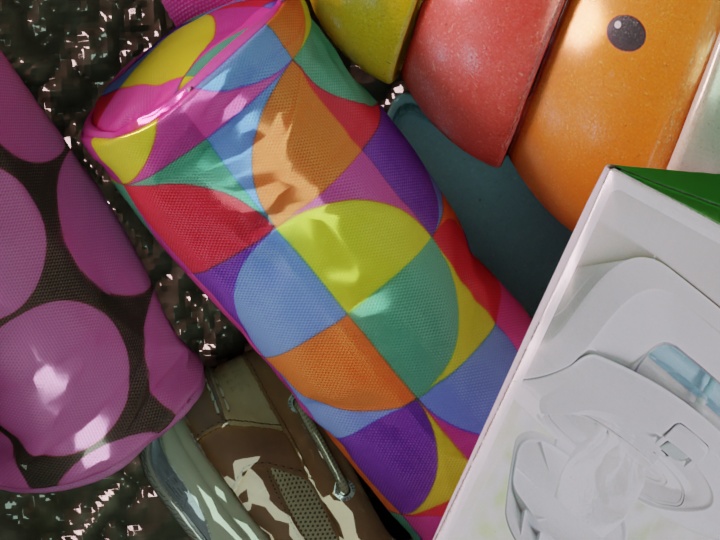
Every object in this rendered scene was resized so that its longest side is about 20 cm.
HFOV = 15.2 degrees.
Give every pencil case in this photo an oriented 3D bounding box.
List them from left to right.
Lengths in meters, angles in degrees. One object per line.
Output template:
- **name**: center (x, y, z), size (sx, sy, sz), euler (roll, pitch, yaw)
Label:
- **pencil case**: center (-0.133, -0.025, 0.829), size (0.093, 0.091, 0.201), euler (-15, 113, 38)
- **pencil case**: center (0.000, 0.000, 0.835), size (0.088, 0.088, 0.200), euler (-36, 108, 2)

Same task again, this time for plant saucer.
- **plant saucer**: center (0.085, 0.007, 0.917), size (0.199, 0.019, 0.070), euler (23, 101, -15)

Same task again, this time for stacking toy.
- **stacking toy**: center (0.032, -0.093, 0.836), size (0.199, 0.146, 0.147), euler (20, 103, 2)

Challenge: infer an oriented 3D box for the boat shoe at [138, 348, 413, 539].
- **boat shoe**: center (0.008, 0.107, 0.905), size (0.072, 0.076, 0.200), euler (-38, 110, 1)

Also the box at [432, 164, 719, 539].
- **box**: center (0.105, 0.069, 0.777), size (0.096, 0.200, 0.177), euler (29, 102, 24)
